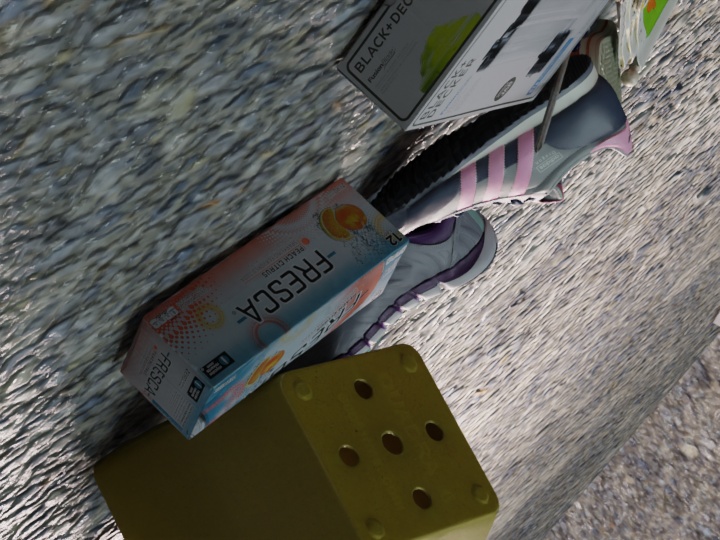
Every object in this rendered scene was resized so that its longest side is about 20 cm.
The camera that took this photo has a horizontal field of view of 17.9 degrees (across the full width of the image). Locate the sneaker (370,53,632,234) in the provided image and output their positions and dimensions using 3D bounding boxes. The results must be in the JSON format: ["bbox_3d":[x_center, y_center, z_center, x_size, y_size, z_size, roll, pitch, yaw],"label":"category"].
[{"bbox_3d":[0.097,-0.064,1.578,0.200,0.082,0.070,-32,-156,20],"label":"sneaker"}]

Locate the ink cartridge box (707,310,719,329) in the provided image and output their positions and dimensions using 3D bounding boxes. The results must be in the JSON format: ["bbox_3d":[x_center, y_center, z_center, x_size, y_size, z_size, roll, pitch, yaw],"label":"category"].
[{"bbox_3d":[0.605,0.031,3.526,0.099,0.039,0.200,-41,166,-23],"label":"ink cartridge box"}]

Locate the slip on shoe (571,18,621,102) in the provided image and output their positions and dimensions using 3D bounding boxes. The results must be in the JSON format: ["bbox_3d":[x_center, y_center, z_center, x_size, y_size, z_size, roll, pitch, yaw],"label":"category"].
[{"bbox_3d":[0.160,-0.147,1.685,0.061,0.074,0.200,-4,-174,13],"label":"slip on shoe"}]

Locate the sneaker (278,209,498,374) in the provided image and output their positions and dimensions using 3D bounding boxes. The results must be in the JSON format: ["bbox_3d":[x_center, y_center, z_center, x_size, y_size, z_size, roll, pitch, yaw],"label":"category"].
[{"bbox_3d":[0.000,0.000,1.657,0.200,0.074,0.088,-35,130,-6],"label":"sneaker"}]

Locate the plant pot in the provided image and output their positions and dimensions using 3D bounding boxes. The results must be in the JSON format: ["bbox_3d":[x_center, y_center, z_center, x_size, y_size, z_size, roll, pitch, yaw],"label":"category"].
[{"bbox_3d":[-0.027,0.159,1.560,0.200,0.200,0.176,-12,157,-44],"label":"plant pot"}]

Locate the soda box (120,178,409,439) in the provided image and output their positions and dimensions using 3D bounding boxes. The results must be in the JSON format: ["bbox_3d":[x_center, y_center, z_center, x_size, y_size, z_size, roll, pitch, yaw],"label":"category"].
[{"bbox_3d":[-0.060,0.022,1.479,0.200,0.068,0.064,-37,163,-37],"label":"soda box"}]

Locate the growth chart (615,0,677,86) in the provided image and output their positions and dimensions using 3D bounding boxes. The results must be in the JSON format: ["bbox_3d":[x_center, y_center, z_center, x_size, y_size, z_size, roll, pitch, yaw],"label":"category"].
[{"bbox_3d":[0.215,-0.220,1.638,0.145,0.018,0.200,-63,165,-13],"label":"growth chart"}]

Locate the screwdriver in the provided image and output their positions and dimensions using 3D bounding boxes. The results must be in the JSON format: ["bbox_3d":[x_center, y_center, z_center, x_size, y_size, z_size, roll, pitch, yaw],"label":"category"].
[{"bbox_3d":[0.140,-0.141,1.525,0.029,0.028,0.200,-17,-147,24],"label":"screwdriver"}]

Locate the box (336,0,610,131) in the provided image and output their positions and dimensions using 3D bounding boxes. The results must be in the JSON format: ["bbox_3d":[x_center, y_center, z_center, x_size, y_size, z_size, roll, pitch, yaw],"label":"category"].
[{"bbox_3d":[0.079,-0.155,1.407,0.117,0.060,0.200,-52,165,23],"label":"box"}]
